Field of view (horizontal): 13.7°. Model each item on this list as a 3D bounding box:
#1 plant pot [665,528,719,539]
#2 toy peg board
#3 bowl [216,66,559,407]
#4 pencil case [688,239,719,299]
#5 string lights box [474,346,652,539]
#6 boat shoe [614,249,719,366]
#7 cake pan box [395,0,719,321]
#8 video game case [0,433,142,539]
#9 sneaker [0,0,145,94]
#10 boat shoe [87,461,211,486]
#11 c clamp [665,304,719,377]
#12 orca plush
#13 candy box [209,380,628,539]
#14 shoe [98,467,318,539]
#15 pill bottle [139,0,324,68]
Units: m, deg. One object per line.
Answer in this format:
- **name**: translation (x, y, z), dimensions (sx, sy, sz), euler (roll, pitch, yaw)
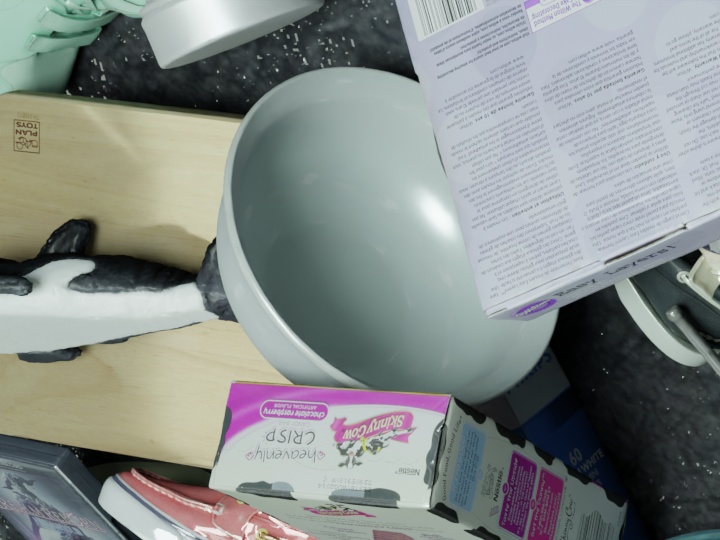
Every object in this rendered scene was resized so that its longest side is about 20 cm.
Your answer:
- **plant pot**: translation (0.185, 0.260, 1.541), dimensions (0.199, 0.188, 0.201), euler (4, 107, 13)
- **toy peg board**: translation (-0.105, 0.000, 1.737), dimensions (0.199, 0.098, 0.200), euler (7, 102, 23)
- **bowl**: translation (0.000, 0.000, 1.590), dimensions (0.201, 0.201, 0.090), euler (51, 139, 5)
- **pencil case**: translation (0.256, -0.027, 1.443), dimensions (0.199, 0.090, 0.078), euler (-1, 157, 39)
- **string lights box**: translation (0.100, 0.148, 1.680), dimensions (0.102, 0.059, 0.201), euler (-22, 98, 43)
- **boat shoe**: translation (0.136, -0.043, 1.544), dimensions (0.200, 0.076, 0.060), euler (46, 135, -7)
- **cake pan box**: translation (0.120, -0.091, 1.464), dimensions (0.199, 0.052, 0.185), euler (-26, 70, 28)
- **video game case**: translation (-0.165, 0.170, 1.854), dimensions (0.142, 0.019, 0.200), euler (6, 144, 50)
- **sneaker**: translation (-0.154, -0.146, 1.709), dimensions (0.118, 0.074, 0.201), euler (37, 129, 25)
- **boat shoe**: translation (-0.094, 0.160, 1.830), dimensions (0.200, 0.074, 0.063), euler (11, 112, 29)
- **c clamp**: translation (0.274, 0.060, 1.485), dimensions (0.199, 0.027, 0.171), euler (-20, 120, 39)
- **orca plush**: translation (-0.159, -0.003, 1.662), dimensions (0.199, 0.105, 0.072), euler (-12, 63, 29)
- **candy box**: translation (0.033, 0.115, 1.550), dimensions (0.136, 0.200, 0.061), euler (3, 73, 33)
- **shoe**: translation (-0.047, 0.142, 1.732), dimensions (0.199, 0.071, 0.091), euler (27, 95, 7)
- **pill bottle**: translation (-0.098, -0.217, 1.585), dimensions (0.114, 0.114, 0.201), euler (-21, 91, 43)
